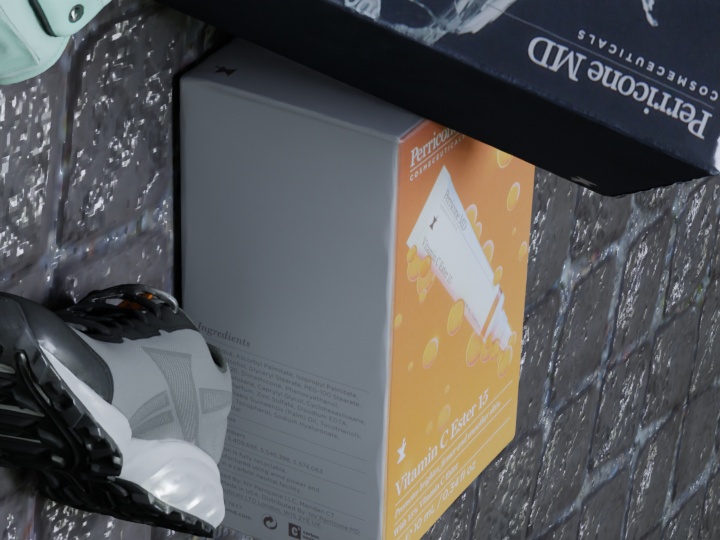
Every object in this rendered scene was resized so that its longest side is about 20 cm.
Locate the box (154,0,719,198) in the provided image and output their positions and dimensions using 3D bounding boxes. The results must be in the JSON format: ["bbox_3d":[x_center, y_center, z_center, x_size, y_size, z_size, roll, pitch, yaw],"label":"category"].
[{"bbox_3d":[0.050,-0.154,0.835,0.124,0.199,0.198,175,-64,-78],"label":"box"}]

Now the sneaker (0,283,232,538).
[{"bbox_3d":[-0.095,0.036,0.852,0.200,0.073,0.080,49,52,-69],"label":"sneaker"}]

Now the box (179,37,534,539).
[{"bbox_3d":[0.000,0.000,0.983,0.124,0.097,0.201,-41,141,-49],"label":"box"}]

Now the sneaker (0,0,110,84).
[{"bbox_3d":[-0.120,-0.083,0.693,0.201,0.073,0.119,-55,144,-40],"label":"sneaker"}]
